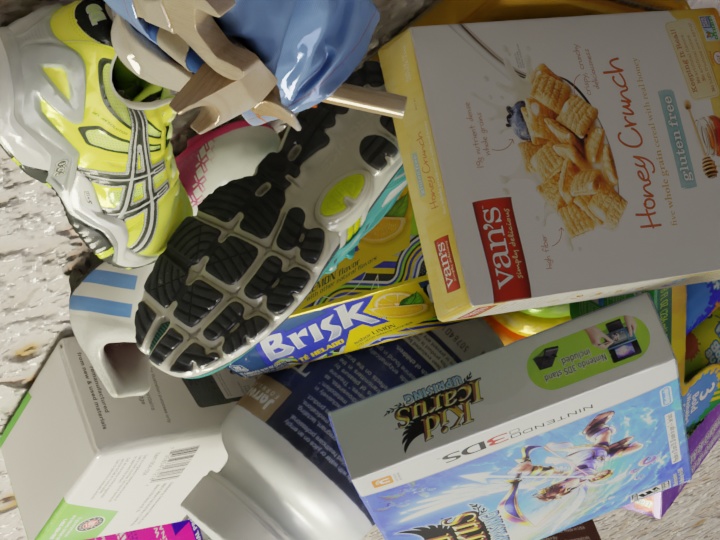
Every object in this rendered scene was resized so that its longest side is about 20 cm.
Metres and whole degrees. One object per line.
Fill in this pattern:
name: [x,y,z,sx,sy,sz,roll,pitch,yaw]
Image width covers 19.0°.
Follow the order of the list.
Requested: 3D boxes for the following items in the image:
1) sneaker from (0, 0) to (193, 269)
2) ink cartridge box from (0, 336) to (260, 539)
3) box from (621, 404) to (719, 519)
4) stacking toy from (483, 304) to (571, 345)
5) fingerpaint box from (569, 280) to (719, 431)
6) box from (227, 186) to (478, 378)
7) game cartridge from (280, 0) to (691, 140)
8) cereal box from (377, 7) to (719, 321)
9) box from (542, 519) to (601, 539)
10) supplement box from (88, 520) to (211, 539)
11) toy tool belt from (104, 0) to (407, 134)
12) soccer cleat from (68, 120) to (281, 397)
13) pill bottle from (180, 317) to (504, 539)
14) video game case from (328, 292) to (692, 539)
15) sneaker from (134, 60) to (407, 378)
sneaker: [-0.116,-0.062,1.040,0.076,0.076,0.200,-26,155,7]
ink cartridge box: [-0.114,0.099,1.392,0.199,0.084,0.146,-8,153,-32]
box: [0.134,0.089,1.427,0.137,0.199,0.039,-41,138,-48]
stacking toy: [0.115,-0.004,1.330,0.110,0.116,0.200,-59,166,-31]
fingerpaint box: [0.206,-0.011,1.302,0.167,0.073,0.201,-37,141,-29]
box: [0.000,0.000,1.223,0.199,0.070,0.064,-16,150,25]
game cartridge: [0.067,-0.096,1.199,0.176,0.033,0.200,4,144,-47]
cereal box: [0.114,-0.058,1.101,0.199,0.145,0.039,-8,171,-31]
box: [0.092,0.146,1.537,0.075,0.201,0.100,-2,149,-36]
supplement box: [-0.123,0.205,1.595,0.103,0.102,0.200,-7,152,-33]
toy tool belt: [-0.051,-0.121,0.898,0.125,0.123,0.200,-57,155,-2]
soccer cleat: [-0.093,-0.002,1.185,0.070,0.087,0.200,-3,150,-39]
pill bottle: [-0.013,0.093,1.293,0.200,0.111,0.111,-48,160,-10]
video game case: [0.090,0.100,1.195,0.181,0.046,0.200,-20,153,2]
sneaker: [-0.030,-0.015,1.102,0.200,0.077,0.080,-45,155,-13]
